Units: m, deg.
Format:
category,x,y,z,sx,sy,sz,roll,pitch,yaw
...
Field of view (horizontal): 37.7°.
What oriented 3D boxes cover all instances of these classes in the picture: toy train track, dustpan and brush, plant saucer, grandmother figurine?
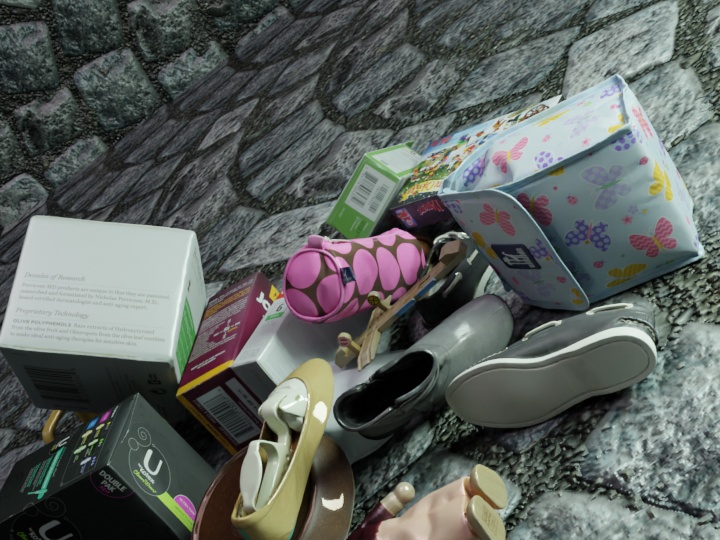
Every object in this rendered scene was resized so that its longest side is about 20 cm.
category,x,y,z,sx,sy,sz,roll,pitch,yaw
toy train track,0.031,0.031,1.084,0.200,0.033,0.115,-43,16,31
dustpan and brush,-0.015,0.169,1.073,0.139,0.057,0.200,-12,28,30
plant saucer,-0.095,0.237,1.013,0.200,0.034,0.201,-27,41,26
grandmother figurine,0.025,0.232,0.871,0.200,0.061,0.121,-30,15,27

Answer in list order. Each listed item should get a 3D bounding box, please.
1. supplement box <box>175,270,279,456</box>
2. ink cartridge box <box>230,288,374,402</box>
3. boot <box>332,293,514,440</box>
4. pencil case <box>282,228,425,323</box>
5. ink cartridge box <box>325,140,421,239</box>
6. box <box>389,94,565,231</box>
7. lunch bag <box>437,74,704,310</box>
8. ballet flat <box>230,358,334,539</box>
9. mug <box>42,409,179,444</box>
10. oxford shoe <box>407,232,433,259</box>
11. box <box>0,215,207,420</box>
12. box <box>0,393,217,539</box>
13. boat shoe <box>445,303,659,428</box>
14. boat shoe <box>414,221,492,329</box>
category,x,y,z,sx,sy,sz,roll,pitch,yaw
supplement box,-0.136,0.107,1.269,0.086,0.110,0.200,-29,26,21
ink cartridge box,-0.056,0.073,1.215,0.050,0.109,0.200,-17,31,42
boot,0.068,0.089,0.980,0.200,0.070,0.132,-42,-13,-5
pencil case,0.000,0.000,1.177,0.091,0.094,0.200,-3,5,29
ink cartridge box,0.037,-0.104,1.375,0.104,0.059,0.200,-59,-11,21
box,0.142,-0.124,1.233,0.200,0.038,0.137,-15,32,42
lunch bag,0.198,-0.056,1.006,0.200,0.170,0.127,-23,31,26
ballet flat,-0.072,0.158,0.981,0.069,0.063,0.200,-15,48,34
mug,-0.328,0.160,1.399,0.149,0.153,0.187,-31,25,16
oxford shoe,0.007,0.015,1.308,0.200,0.071,0.071,-27,56,21
box,-0.297,0.062,1.259,0.199,0.199,0.172,5,62,-1
box,-0.287,0.259,1.168,0.200,0.149,0.124,-29,24,20
boat shoe,0.166,0.081,0.928,0.200,0.074,0.060,-27,21,33
boat shoe,0.103,-0.007,1.169,0.074,0.060,0.200,-20,30,36
